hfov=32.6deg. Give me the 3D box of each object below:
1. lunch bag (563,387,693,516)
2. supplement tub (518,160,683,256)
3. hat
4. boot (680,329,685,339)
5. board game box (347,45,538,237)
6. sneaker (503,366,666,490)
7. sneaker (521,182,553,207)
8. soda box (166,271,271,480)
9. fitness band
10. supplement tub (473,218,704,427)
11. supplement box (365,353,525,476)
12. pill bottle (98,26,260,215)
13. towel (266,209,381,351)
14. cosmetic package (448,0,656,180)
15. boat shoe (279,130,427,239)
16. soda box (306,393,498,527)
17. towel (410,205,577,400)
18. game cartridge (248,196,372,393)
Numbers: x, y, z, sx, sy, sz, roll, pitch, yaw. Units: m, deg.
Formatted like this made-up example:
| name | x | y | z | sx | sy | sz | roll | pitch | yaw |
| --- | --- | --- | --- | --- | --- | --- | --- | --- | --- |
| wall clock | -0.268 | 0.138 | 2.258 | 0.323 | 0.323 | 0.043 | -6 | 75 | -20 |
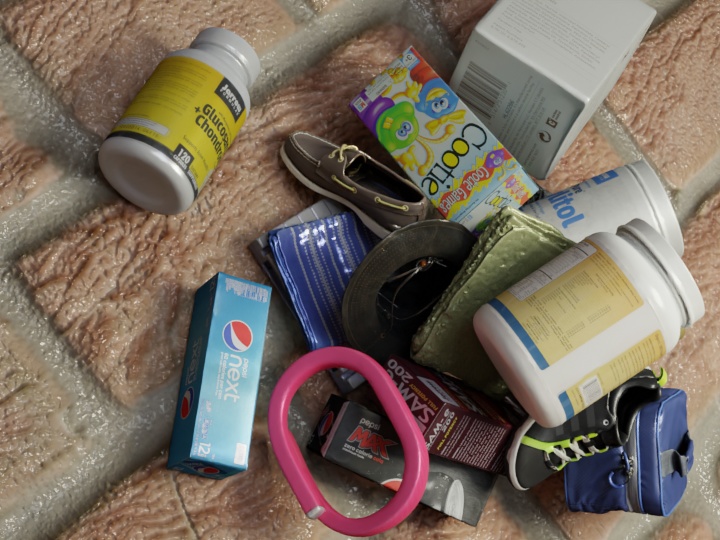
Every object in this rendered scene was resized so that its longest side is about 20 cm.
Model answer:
| name | x | y | z | sx | sy | sz | roll | pitch | yaw |
| --- | --- | --- | --- | --- | --- | --- | --- | --- | --- |
| lunch bag | 0.312 | 0.202 | 1.401 | 0.200 | 0.132 | 0.136 | -11 | 98 | -67 |
| supplement tub | 0.268 | -0.037 | 1.474 | 0.200 | 0.132 | 0.132 | -23 | 83 | 2 |
| hat | 0.056 | 0.020 | 1.347 | 0.200 | 0.081 | 0.201 | -12 | 121 | -20 |
| boot | 0.315 | 0.029 | 1.565 | 0.200 | 0.066 | 0.176 | -9 | 77 | -30 |
| board game box | 0.095 | -0.142 | 1.420 | 0.103 | 0.105 | 0.200 | -42 | 69 | 7 |
| sneaker | 0.237 | 0.163 | 1.294 | 0.200 | 0.083 | 0.072 | -45 | 130 | -2 |
| sneaker | 0.179 | -0.097 | 1.521 | 0.200 | 0.085 | 0.078 | 22 | 63 | -22 |
| soda box | -0.145 | 0.109 | 1.272 | 0.064 | 0.068 | 0.201 | 18 | 64 | -24 |
| fitness band | -0.015 | 0.172 | 1.250 | 0.200 | 0.143 | 0.037 | 60 | 10 | 26 |
| supplement tub | 0.231 | 0.051 | 1.252 | 0.200 | 0.145 | 0.145 | -33 | 90 | -3 |
| supplement box | 0.114 | 0.164 | 1.338 | 0.200 | 0.109 | 0.061 | 22 | 102 | -41 |
| pill bottle | -0.187 | -0.166 | 1.322 | 0.112 | 0.112 | 0.200 | 36 | 59 | -14 |
| towel | 0.000 | 0.000 | 1.384 | 0.200 | 0.024 | 0.145 | -17 | 82 | -33 |
| cosmetic package | 0.231 | -0.260 | 1.537 | 0.166 | 0.167 | 0.200 | 34 | 58 | 8 |
| boat shoe | -0.007 | -0.107 | 1.390 | 0.200 | 0.060 | 0.072 | 38 | 44 | 22 |
| soda box | 0.047 | 0.207 | 1.337 | 0.200 | 0.063 | 0.071 | 27 | 83 | -18 |
| towel | 0.155 | 0.037 | 1.323 | 0.148 | 0.036 | 0.200 | 27 | 102 | -26 |
| game cartridge | -0.024 | 0.023 | 1.394 | 0.130 | 0.038 | 0.200 | -33 | 90 | -38 |
